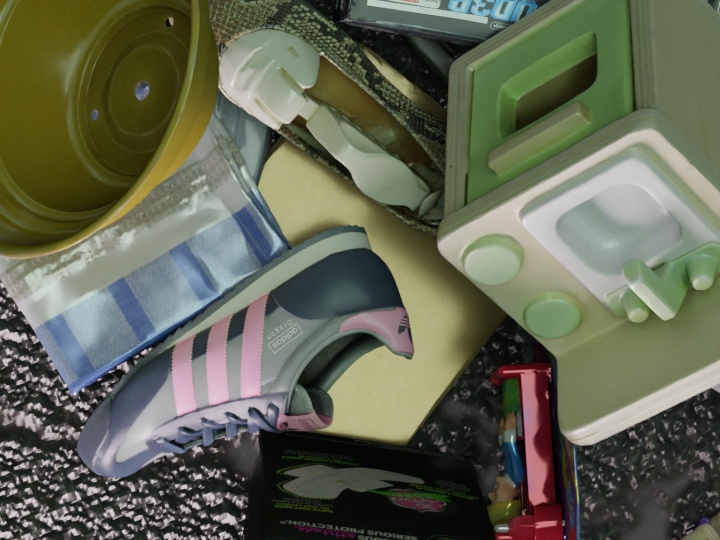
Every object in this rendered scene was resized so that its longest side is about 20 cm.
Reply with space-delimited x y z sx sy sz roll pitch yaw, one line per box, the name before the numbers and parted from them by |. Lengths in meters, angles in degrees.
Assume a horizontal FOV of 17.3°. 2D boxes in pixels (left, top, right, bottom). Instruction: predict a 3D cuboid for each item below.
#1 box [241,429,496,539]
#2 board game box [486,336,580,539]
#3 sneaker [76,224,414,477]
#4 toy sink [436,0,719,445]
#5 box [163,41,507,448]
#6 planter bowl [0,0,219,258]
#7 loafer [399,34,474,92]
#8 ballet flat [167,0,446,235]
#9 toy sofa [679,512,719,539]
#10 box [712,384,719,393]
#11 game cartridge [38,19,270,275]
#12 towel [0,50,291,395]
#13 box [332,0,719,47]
box | -0.003 0.183 1.225 0.124 0.200 0.149 9 102 -4
board game box | 0.084 0.103 1.243 0.039 0.200 0.158 -3 127 -2
sneaker | -0.061 0.063 1.252 0.200 0.070 0.082 -38 69 15
toy sink | 0.119 -0.039 1.146 0.130 0.200 0.112 -30 126 30
box | 0.000 0.000 1.319 0.163 0.021 0.200 38 88 -6
planter bowl | -0.132 -0.097 1.185 0.200 0.083 0.201 -9 75 35
loafer | 0.025 -0.176 1.287 0.071 0.073 0.200 -41 106 9
ballet flat | -0.016 -0.084 1.239 0.200 0.075 0.068 36 116 -23
toy sofa | 0.227 0.240 1.334 0.083 0.098 0.200 -40 97 22
box | 0.269 0.011 1.261 0.200 0.199 0.171 32 89 -5
game cartridge | -0.113 -0.094 1.285 0.133 0.041 0.200 7 88 4
towel | -0.142 -0.055 1.255 0.147 0.024 0.200 -30 89 -1
box | 0.097 -0.191 1.235 0.200 0.046 0.159 8 93 -9
